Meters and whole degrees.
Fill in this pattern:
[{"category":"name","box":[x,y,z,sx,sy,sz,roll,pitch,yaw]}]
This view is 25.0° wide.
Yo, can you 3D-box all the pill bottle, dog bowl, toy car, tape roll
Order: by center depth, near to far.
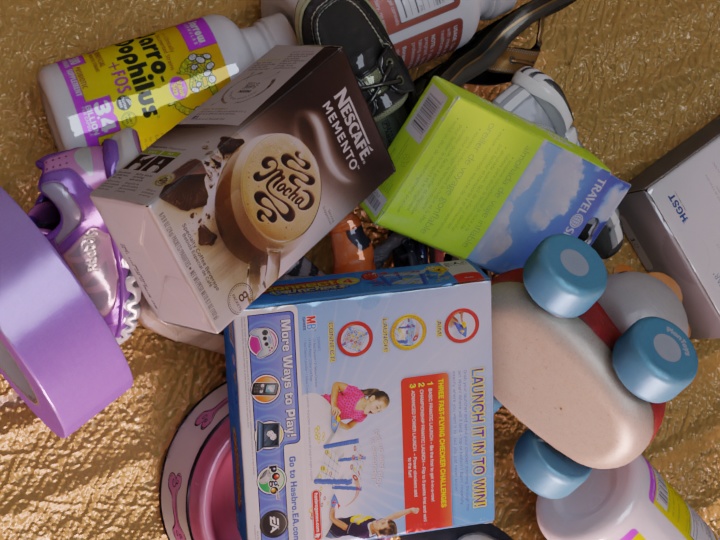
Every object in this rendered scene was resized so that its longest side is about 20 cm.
[{"category":"tape roll","box":[-0.252,0.024,1.189,0.066,0.200,0.201,-37,99,-17]},{"category":"pill bottle","box":[-0.145,-0.138,1.275,0.199,0.104,0.105,-20,94,-13]},{"category":"dog bowl","box":[-0.057,0.181,1.307,0.199,0.074,0.202,-1,95,-19]},{"category":"toy car","box":[0.192,0.047,1.313,0.177,0.185,0.200,43,44,7]},{"category":"pill bottle","box":[0.027,-0.221,1.347,0.199,0.112,0.113,-24,96,-19]},{"category":"pill bottle","box":[0.243,0.237,1.383,0.200,0.104,0.105,45,73,-32]}]

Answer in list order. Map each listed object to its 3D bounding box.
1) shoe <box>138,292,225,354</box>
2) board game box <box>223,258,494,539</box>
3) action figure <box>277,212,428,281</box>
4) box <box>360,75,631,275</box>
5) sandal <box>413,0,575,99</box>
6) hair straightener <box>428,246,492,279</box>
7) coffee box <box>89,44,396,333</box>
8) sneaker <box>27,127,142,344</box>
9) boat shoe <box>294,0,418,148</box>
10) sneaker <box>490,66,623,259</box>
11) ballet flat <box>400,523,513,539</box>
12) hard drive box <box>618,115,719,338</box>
[{"category":"shoe","box":[-0.086,0.043,1.323,0.199,0.053,0.070,9,85,-21]},{"category":"board game box","box":[0.000,0.102,1.224,0.194,0.056,0.201,-6,108,-13]},{"category":"action figure","box":[0.000,0.000,1.326,0.104,0.201,0.194,-26,127,22]},{"category":"box","box":[0.109,-0.063,1.300,0.199,0.048,0.122,21,110,-36]},{"category":"sandal","box":[0.115,-0.178,1.383,0.200,0.082,0.055,-41,102,-30]},{"category":"hair straightener","box":[0.094,-0.044,1.397,0.076,0.041,0.202,1,82,-20]},{"category":"coffee box","box":[-0.080,-0.064,1.171,0.200,0.080,0.113,-44,123,-28]},{"category":"sneaker","box":[-0.210,-0.022,1.229,0.088,0.201,0.081,-7,46,-17]},{"category":"boat shoe","box":[0.012,-0.141,1.267,0.072,0.066,0.201,-35,135,-9]},{"category":"sneaker","box":[0.143,-0.067,1.389,0.115,0.075,0.201,-37,121,-11]},{"category":"ballet flat","box":[0.128,0.262,1.383,0.199,0.073,0.073,31,78,-15]},{"category":"hard drive box","box":[0.348,-0.057,1.472,0.199,0.077,0.156,-34,98,-18]}]
